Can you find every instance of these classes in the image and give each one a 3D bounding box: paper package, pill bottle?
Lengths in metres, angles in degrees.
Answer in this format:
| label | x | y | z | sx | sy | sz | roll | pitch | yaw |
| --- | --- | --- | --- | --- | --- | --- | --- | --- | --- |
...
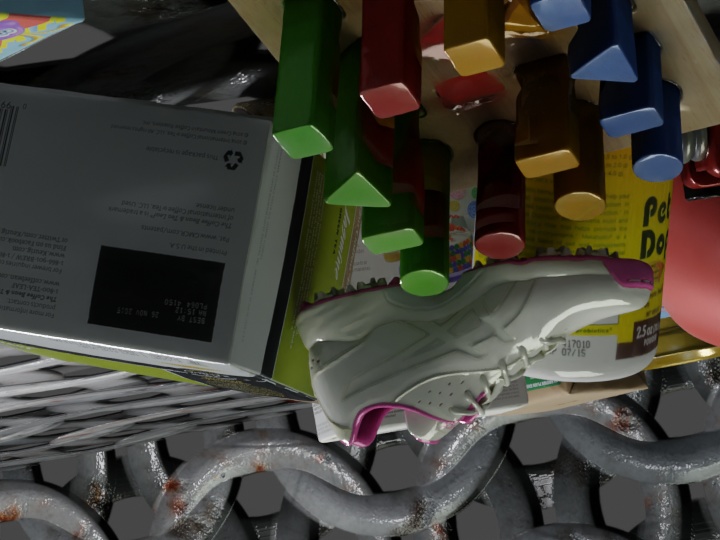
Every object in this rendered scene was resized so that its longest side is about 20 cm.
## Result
| label | x | y | z | sx | sy | sz | roll | pitch | yaw |
| --- | --- | --- | --- | --- | --- | --- | --- | --- | --- |
| paper package | 0.282 | 0.144 | 3.131 | 0.190 | 0.104 | 0.199 | -3 | 170 | -43 |
| pill bottle | 0.119 | -0.047 | 1.200 | 0.108 | 0.201 | 0.109 | 3 | -165 | -1 |

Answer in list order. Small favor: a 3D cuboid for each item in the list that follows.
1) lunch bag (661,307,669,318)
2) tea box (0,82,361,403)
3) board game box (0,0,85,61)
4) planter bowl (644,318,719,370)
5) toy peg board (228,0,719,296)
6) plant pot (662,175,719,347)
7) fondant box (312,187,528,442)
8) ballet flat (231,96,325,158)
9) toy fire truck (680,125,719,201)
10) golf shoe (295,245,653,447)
| label | x | y | z | sx | sy | sz | roll | pitch | yaw |
| --- | --- | --- | --- | --- | --- | --- | --- | --- | --- |
| lunch bag | 0.286 | -0.028 | 2.073 | 0.150 | 0.095 | 0.200 | -5 | 158 | -23 |
| tea box | -0.122 | -0.013 | 1.203 | 0.199 | 0.135 | 0.197 | 9 | 172 | 15 |
| board game box | -0.203 | -0.119 | 0.687 | 0.199 | 0.106 | 0.103 | -1 | 169 | -43 |
| planter bowl | 0.427 | 0.080 | 2.925 | 0.199 | 0.084 | 0.200 | -10 | 173 | -1 |
| toy peg board | 0.063 | -0.079 | 1.039 | 0.198 | 0.098 | 0.200 | -13 | 145 | 23 |
| plant pot | 0.335 | -0.012 | 1.564 | 0.199 | 0.202 | 0.177 | -7 | -160 | -21 |
| fondant box | 0.028 | 0.011 | 1.537 | 0.143 | 0.201 | 0.058 | -7 | 173 | -17 |
| ballet flat | -0.049 | -0.079 | 1.367 | 0.065 | 0.071 | 0.200 | -35 | 180 | -13 |
| toy fire truck | 0.177 | -0.101 | 1.318 | 0.175 | 0.130 | 0.200 | -9 | -178 | -7 |
| golf shoe | 0.063 | 0.041 | 1.132 | 0.199 | 0.092 | 0.075 | -12 | 169 | 26 |
